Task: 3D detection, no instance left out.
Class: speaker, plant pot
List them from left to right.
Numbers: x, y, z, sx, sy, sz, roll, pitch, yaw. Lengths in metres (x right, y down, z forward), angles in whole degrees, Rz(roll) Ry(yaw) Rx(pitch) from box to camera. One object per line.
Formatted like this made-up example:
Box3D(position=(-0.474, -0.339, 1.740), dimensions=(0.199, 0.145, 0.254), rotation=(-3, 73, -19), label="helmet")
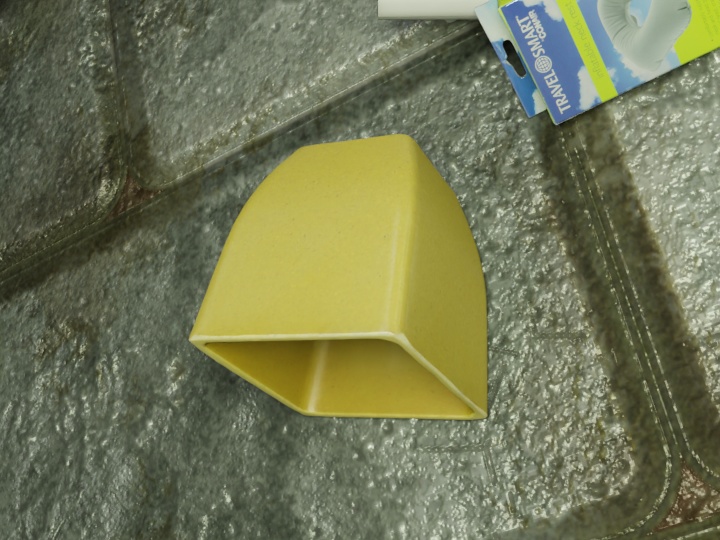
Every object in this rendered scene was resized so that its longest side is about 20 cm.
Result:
Box3D(position=(0.000, 0.000, 0.863), dimensions=(0.191, 0.195, 0.203), rotation=(-3, 64, 29), label="plant pot")
Box3D(position=(0.109, -0.267, 0.908), dimensions=(0.196, 0.081, 0.083), rotation=(1, 71, 2), label="speaker")

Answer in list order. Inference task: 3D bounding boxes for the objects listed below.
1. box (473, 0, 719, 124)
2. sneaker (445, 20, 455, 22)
Box3D(position=(0.209, -0.214, 0.855), dimensions=(0.198, 0.123, 0.048), rotation=(-25, 24, 20), label="box")
Box3D(position=(0.101, -0.347, 0.990), dimensions=(0.113, 0.075, 0.203), rotation=(-22, 60, 24), label="sneaker")
